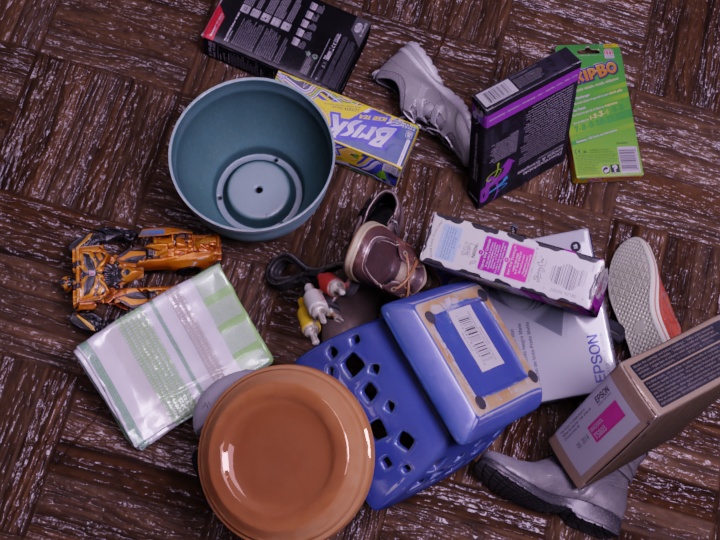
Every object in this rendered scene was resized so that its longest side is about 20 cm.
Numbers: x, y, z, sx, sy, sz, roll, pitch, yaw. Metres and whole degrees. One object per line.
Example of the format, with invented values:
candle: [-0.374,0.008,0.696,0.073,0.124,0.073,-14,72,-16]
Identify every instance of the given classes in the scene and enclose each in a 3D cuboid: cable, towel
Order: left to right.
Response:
towel: [-0.218,0.102,1.391,0.200,0.031,0.150,-32,106,-12]
cable: [-0.064,0.008,1.396,0.050,0.200,0.097,25,101,-36]

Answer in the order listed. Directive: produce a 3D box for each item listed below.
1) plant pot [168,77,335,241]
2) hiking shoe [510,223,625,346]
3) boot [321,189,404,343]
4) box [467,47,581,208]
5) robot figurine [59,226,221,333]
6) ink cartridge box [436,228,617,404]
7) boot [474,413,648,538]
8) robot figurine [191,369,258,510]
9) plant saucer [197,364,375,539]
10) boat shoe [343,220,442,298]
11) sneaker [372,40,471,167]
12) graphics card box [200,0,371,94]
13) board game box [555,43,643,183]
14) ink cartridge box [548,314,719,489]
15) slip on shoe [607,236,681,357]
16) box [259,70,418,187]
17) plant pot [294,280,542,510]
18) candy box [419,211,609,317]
plant pot: [-0.131,-0.119,1.457,0.199,0.134,0.201,0,71,-1]
hiking shoe: [0.258,0.018,1.485,0.199,0.076,0.101,32,75,6]
boot: [0.000,0.000,1.425,0.070,0.146,0.201,17,69,4]
box: [0.203,-0.177,1.484,0.143,0.200,0.036,-29,59,-15]
robot figurine: [-0.269,0.007,1.439,0.199,0.058,0.146,-4,71,-8]
ink cartridge box: [0.200,0.064,1.427,0.199,0.041,0.201,-13,82,14]
boot: [0.243,0.229,1.422,0.199,0.070,0.132,26,67,-9]
robot figurine: [-0.114,0.213,1.353,0.150,0.125,0.201,-22,75,-16]
plant saucer: [-0.084,0.200,1.264,0.199,0.037,0.201,-2,80,12]
boat shoe: [0.044,-0.003,1.337,0.072,0.200,0.072,21,84,24]
sneaker: [0.091,-0.207,1.558,0.082,0.075,0.200,-32,67,-6]
graphics card box: [-0.099,-0.314,1.576,0.199,0.051,0.126,23,69,3]
board game box: [0.323,-0.217,1.602,0.095,0.030,0.201,-3,74,-8]
ink cartridge box: [0.329,0.151,1.336,0.164,0.200,0.075,-20,66,-29]
slip on shoe: [0.368,0.052,1.498,0.061,0.074,0.201,16,54,-42]
box: [-0.029,-0.184,1.531,0.199,0.064,0.070,22,70,1]
plant pot: [0.077,0.127,1.331,0.200,0.180,0.201,-14,69,-50]
candy box: [0.181,-0.005,1.347,0.199,0.136,0.061,16,88,15]
